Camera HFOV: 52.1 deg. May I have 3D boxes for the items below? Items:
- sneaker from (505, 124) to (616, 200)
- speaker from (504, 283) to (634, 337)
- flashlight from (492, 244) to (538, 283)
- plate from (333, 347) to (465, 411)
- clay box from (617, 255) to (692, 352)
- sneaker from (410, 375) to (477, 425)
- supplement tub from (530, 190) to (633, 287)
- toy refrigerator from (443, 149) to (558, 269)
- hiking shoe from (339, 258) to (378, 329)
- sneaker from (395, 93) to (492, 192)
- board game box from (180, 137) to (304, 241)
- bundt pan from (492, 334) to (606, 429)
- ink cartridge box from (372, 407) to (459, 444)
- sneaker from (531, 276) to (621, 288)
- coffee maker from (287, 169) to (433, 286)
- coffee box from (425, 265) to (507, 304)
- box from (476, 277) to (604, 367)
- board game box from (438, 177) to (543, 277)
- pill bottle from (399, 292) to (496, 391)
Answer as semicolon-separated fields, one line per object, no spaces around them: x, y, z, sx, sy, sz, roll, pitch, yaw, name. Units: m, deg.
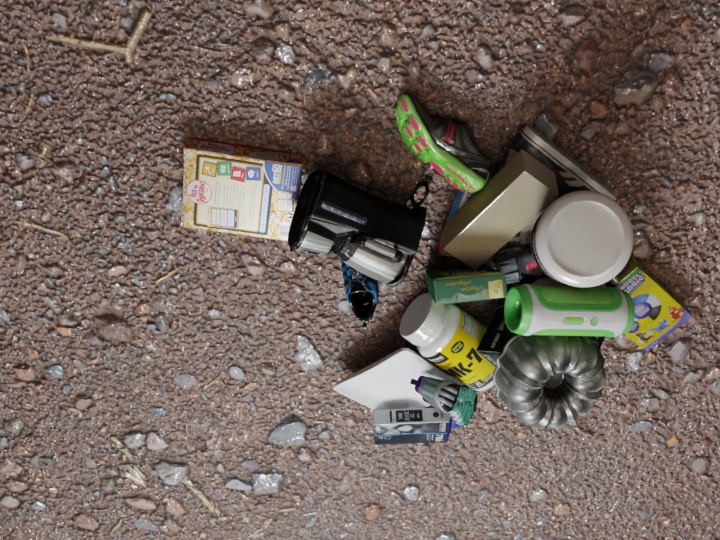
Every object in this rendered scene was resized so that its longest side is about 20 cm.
0.333;-0.157;1.241;0.199;0.079;0.080;34;112;-8;sneaker
0.340;0.066;1.203;0.197;0.089;0.089;2;123;-13;speaker
0.335;-0.018;1.288;0.198;0.068;0.068;-14;147;8;flashlight
0.080;0.222;1.467;0.199;0.033;0.199;-33;132;32;plate
0.519;0.058;1.398;0.199;0.048;0.115;35;115;-22;clay box
0.167;0.244;1.442;0.087;0.075;0.200;20;166;31;sneaker
0.340;-0.047;1.153;0.138;0.200;0.142;0;90;10;supplement tub
0.227;-0.099;1.216;0.075;0.070;0.200;30;129;-18;toy refrigerator
0.000;0.000;1.325;0.073;0.087;0.202;-12;122;6;hiking shoe
0.136;-0.216;1.211;0.200;0.077;0.084;43;70;-13;sneaker
-0.202;-0.135;1.259;0.197;0.047;0.153;8;122;-6;board game box
0.334;0.188;1.265;0.199;0.076;0.204;-4;114;-9;bundt pan
0.125;0.326;1.546;0.197;0.040;0.100;-4;142;1;ink cartridge box
0.375;0.035;1.287;0.198;0.099;0.079;-18;86;-31;sneaker
-0.004;-0.093;1.228;0.198;0.194;0.134;22;154;-20;coffee maker
0.179;0.022;1.280;0.121;0.200;0.045;-5;94;3;coffee box
0.337;0.136;1.370;0.200;0.086;0.165;39;71;-23;box
0.255;-0.080;1.308;0.197;0.040;0.154;12;121;-9;board game box
0.178;0.134;1.399;0.199;0.115;0.114;34;116;-20;pill bottle
